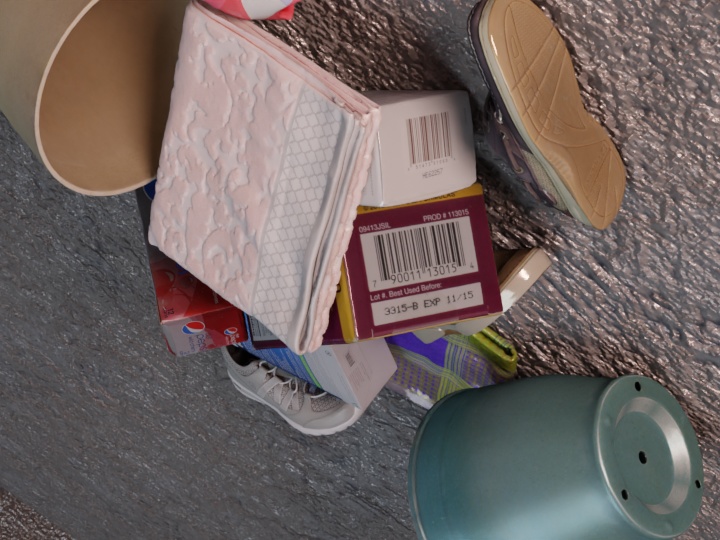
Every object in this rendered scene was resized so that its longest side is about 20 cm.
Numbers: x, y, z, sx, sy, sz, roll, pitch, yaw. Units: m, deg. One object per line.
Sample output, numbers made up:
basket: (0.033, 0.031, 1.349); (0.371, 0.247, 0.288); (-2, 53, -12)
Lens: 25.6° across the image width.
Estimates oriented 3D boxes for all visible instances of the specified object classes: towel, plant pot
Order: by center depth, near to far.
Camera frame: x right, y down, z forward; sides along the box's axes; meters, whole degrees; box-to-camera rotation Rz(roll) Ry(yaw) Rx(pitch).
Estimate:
towel: (-0.078, -0.066, 1.129); (0.191, 0.032, 0.201); (36, 124, 34)
plant pot: (-0.226, -0.187, 1.197); (0.200, 0.187, 0.188); (37, 159, 30)
plant pot: (0.174, 0.175, 1.319); (0.200, 0.201, 0.187); (44, 139, -21)
towel: (0.075, 0.086, 1.465); (0.143, 0.023, 0.200); (30, 155, 11)

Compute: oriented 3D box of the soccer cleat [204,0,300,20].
soccer cleat: (-0.042, -0.221, 1.039); (0.076, 0.067, 0.200); (12, 158, -24)

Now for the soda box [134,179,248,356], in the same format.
soda box: (-0.148, -0.031, 1.338); (0.069, 0.201, 0.064); (-13, 150, -4)

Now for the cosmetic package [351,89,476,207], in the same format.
cosmetic package: (-0.023, -0.092, 1.158); (0.199, 0.101, 0.075); (5, 104, 46)

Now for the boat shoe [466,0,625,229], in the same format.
boat shoe: (0.111, -0.100, 1.040); (0.064, 0.072, 0.200); (5, 148, 38)

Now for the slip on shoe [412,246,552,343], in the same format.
slip on shoe: (0.082, 0.009, 1.273); (0.061, 0.076, 0.200); (49, 159, -7)

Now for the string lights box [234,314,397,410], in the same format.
string lights box: (-0.069, 0.048, 1.502); (0.199, 0.059, 0.103); (25, 153, 36)

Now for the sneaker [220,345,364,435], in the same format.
sneaker: (-0.075, 0.110, 1.624); (0.199, 0.075, 0.082); (13, 149, 39)

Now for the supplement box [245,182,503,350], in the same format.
supplement box: (0.000, 0.000, 1.223); (0.200, 0.130, 0.104); (-8, 92, 64)
